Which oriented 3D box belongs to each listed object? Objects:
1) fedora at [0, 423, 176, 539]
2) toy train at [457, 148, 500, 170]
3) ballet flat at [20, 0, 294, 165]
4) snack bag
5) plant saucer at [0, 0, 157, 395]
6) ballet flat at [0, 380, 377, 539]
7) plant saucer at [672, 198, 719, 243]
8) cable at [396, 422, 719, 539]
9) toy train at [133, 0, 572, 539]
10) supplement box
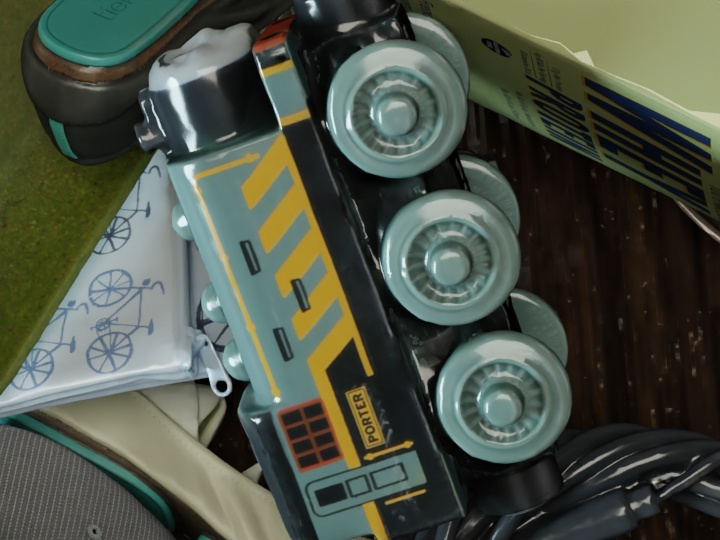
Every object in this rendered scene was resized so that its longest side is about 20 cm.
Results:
[{"bbox_3d":[-0.122,0.132,0.922,0.200,0.177,0.090,50,55,-13],"label":"fedora"},{"bbox_3d":[-0.035,0.001,0.970,0.200,0.034,0.046,-18,102,3],"label":"toy train"},{"bbox_3d":[-0.054,-0.106,0.898,0.068,0.069,0.200,31,52,24],"label":"ballet flat"},{"bbox_3d":[-0.070,-0.031,0.935,0.199,0.021,0.189,-10,51,4],"label":"snack bag"},{"bbox_3d":[-0.138,-0.091,0.859,0.048,0.200,0.200,9,54,29],"label":"plant saucer"},{"bbox_3d":[-0.056,0.083,0.953,0.200,0.069,0.070,35,89,5],"label":"ballet flat"},{"bbox_3d":[0.199,-0.089,0.954,0.200,0.037,0.201,-1,85,6],"label":"plant saucer"},{"bbox_3d":[0.083,0.138,0.878,0.163,0.051,0.200,37,81,7],"label":"cable"},{"bbox_3d":[0.000,0.000,0.830,0.114,0.085,0.200,-19,104,8],"label":"toy train"},{"bbox_3d":[0.134,-0.135,0.874,0.199,0.134,0.200,27,83,15],"label":"supplement box"}]
